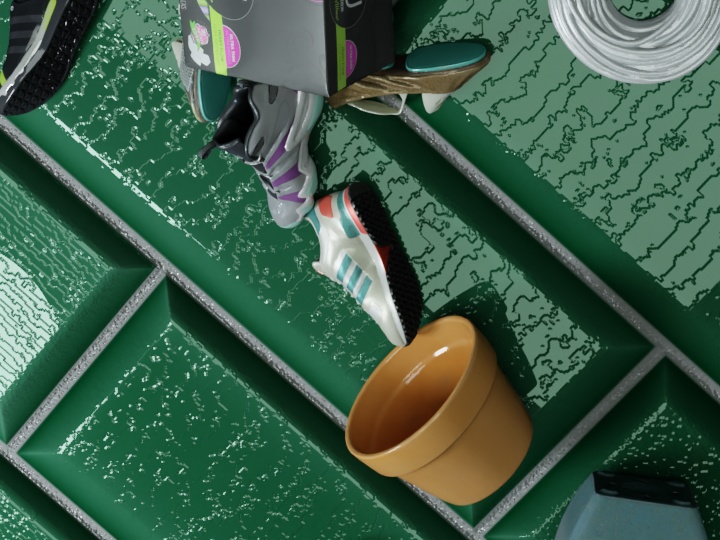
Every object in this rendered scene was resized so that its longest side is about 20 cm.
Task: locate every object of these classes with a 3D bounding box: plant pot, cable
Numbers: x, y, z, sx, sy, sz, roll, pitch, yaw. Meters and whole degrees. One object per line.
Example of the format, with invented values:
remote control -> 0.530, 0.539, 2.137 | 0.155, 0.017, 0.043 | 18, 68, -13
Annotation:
plant pot -> 0.101, 0.172, 1.616 | 0.200, 0.200, 0.140 | -41, 111, 16
plant pot -> 0.309, 0.342, 1.623 | 0.195, 0.196, 0.201 | 7, 97, 7
cable -> 0.299, -0.301, 1.517 | 0.199, 0.069, 0.201 | -1, 105, 8

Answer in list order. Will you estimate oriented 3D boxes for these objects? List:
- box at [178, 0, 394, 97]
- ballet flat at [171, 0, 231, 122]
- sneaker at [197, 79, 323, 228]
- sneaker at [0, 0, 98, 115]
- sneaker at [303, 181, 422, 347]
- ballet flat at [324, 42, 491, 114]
box -> -0.079, -0.284, 1.499 | 0.199, 0.124, 0.149 | 16, 124, 32
ballet flat -> -0.178, -0.270, 1.609 | 0.072, 0.072, 0.201 | 9, 105, 6
sneaker -> -0.118, -0.128, 1.575 | 0.078, 0.140, 0.201 | 33, 129, 42
sneaker -> -0.372, -0.273, 1.642 | 0.083, 0.072, 0.200 | 42, 107, 22
sneaker -> 0.000, 0.000, 1.651 | 0.093, 0.070, 0.200 | -17, 104, 31
ballet flat -> 0.049, -0.209, 1.587 | 0.199, 0.068, 0.073 | -4, 124, 10
